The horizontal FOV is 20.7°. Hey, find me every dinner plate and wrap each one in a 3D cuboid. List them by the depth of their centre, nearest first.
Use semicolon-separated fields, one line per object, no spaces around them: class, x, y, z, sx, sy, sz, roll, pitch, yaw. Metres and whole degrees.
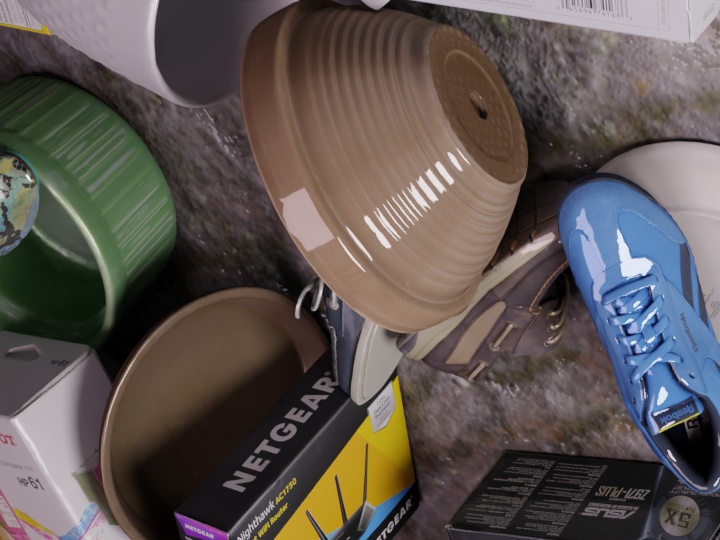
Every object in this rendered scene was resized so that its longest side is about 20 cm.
dinner plate;0.208;0.015;1.155;0.200;0.024;0.201;22;137;22

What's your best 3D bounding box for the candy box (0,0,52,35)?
candy box;-0.260;-0.253;1.301;0.102;0.026;0.200;16;133;32

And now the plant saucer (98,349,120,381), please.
plant saucer;-0.249;0.113;1.542;0.201;0.039;0.201;23;135;24

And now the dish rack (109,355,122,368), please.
dish rack;-0.192;0.153;1.592;0.172;0.044;0.200;41;141;4

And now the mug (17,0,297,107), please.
mug;-0.128;-0.221;1.148;0.175;0.148;0.201;30;109;26

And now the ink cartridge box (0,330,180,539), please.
ink cartridge box;-0.210;0.151;1.404;0.144;0.085;0.200;3;126;50

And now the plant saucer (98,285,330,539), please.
plant saucer;-0.100;0.105;1.360;0.029;0.200;0.201;21;138;47

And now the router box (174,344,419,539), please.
router box;-0.038;0.164;1.352;0.051;0.200;0.150;14;133;31

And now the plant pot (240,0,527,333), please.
plant pot;0.029;-0.073;1.104;0.093;0.201;0.201;-26;108;29

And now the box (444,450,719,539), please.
box;0.180;0.215;1.306;0.200;0.086;0.164;2;125;39

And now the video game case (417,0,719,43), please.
video game case;0.071;-0.210;0.942;0.199;0.045;0.182;13;133;29

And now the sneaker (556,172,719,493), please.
sneaker;0.168;0.038;1.115;0.066;0.079;0.200;-20;115;14

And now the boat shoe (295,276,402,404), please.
boat shoe;0.000;0.000;1.273;0.062;0.075;0.200;23;135;20

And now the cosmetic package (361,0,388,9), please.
cosmetic package;0.046;-0.232;1.031;0.102;0.074;0.200;47;141;-6

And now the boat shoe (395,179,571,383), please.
boat shoe;0.098;0.011;1.216;0.073;0.075;0.200;33;146;-10

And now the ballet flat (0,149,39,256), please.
ballet flat;-0.287;-0.020;1.342;0.074;0.074;0.200;50;139;-8

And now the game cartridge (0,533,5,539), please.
game cartridge;-0.277;0.191;1.476;0.032;0.176;0.200;-21;112;15

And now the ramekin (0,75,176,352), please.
ramekin;-0.228;-0.041;1.406;0.200;0.098;0.200;22;136;23
